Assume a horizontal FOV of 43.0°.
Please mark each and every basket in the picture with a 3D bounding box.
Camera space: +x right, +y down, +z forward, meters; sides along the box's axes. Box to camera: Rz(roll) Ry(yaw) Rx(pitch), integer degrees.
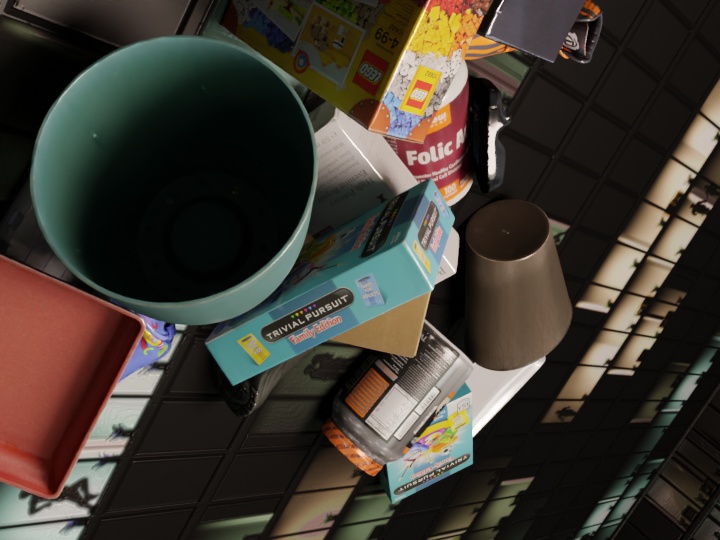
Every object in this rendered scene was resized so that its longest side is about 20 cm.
[{"bbox_3d":[0.211,0.012,1.258,0.180,0.136,0.201,-38,140,-20],"label":"basket"}]

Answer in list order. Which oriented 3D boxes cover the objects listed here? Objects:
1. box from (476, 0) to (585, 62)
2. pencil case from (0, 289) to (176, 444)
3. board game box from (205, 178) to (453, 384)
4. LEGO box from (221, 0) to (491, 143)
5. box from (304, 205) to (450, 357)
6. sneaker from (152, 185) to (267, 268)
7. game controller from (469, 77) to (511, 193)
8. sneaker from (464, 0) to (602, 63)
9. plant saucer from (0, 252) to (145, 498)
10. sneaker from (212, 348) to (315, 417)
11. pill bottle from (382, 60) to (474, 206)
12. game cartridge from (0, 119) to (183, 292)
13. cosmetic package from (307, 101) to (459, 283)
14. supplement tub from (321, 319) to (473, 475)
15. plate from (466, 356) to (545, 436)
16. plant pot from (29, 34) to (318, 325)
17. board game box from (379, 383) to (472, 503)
[{"bbox_3d":[0.113,-0.316,0.776,0.122,0.200,0.200,3,121,-50],"label":"box"},{"bbox_3d":[-0.249,0.084,0.800,0.199,0.087,0.078,-38,-171,10],"label":"pencil case"},{"bbox_3d":[-0.023,0.006,0.795,0.198,0.047,0.151,-27,-164,22],"label":"board game box"},{"bbox_3d":[-0.004,-0.217,0.733,0.077,0.200,0.150,3,119,-50],"label":"LEGO box"},{"bbox_3d":[0.000,0.000,0.998,0.021,0.161,0.202,-74,176,-52],"label":"box"},{"bbox_3d":[-0.169,-0.011,0.852,0.199,0.083,0.072,-34,180,23],"label":"sneaker"},{"bbox_3d":[0.133,-0.149,0.987,0.200,0.041,0.106,-75,172,-74],"label":"game controller"},{"bbox_3d":[0.188,-0.264,0.986,0.199,0.112,0.078,-29,140,-28],"label":"sneaker"},{"bbox_3d":[-0.294,0.067,0.719,0.198,0.037,0.201,26,113,-15],"label":"plant saucer"},{"bbox_3d":[-0.094,0.093,0.996,0.090,0.076,0.200,-20,160,-43],"label":"sneaker"},{"bbox_3d":[0.055,-0.164,0.925,0.114,0.114,0.201,-37,144,-18],"label":"pill bottle"},{"bbox_3d":[-0.220,-0.069,0.774,0.201,0.038,0.129,-55,142,7],"label":"game cartridge"},{"bbox_3d":[0.002,-0.063,0.891,0.101,0.074,0.200,-30,115,26],"label":"cosmetic package"},{"bbox_3d":[0.047,0.164,1.215,0.200,0.122,0.122,-49,146,0],"label":"supplement tub"},{"bbox_3d":[0.214,0.165,1.487,0.199,0.032,0.201,-44,145,-10],"label":"plate"},{"bbox_3d":[-0.128,-0.049,0.704,0.200,0.201,0.161,-42,167,-12],"label":"plant pot"},{"bbox_3d":[0.098,0.259,1.398,0.149,0.047,0.201,-23,139,-13],"label":"board game box"}]
